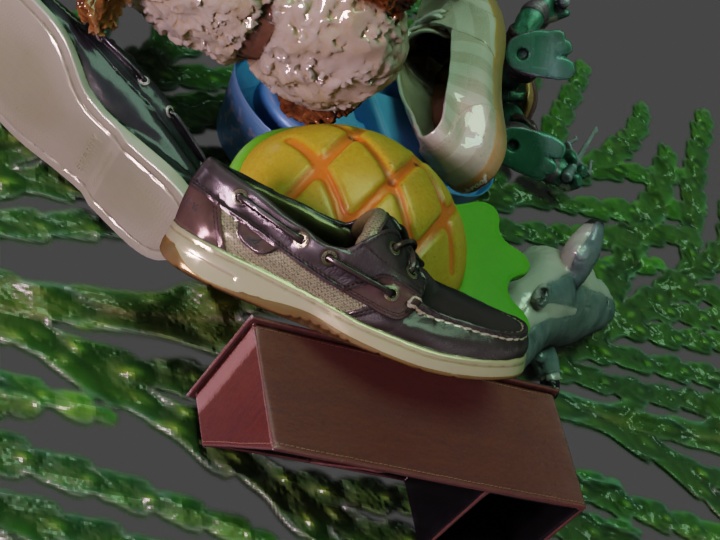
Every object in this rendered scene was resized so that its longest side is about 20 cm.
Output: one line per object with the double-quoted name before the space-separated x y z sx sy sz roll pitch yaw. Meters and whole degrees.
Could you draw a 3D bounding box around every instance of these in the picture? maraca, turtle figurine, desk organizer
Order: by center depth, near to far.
"desk organizer" 0.017 0.094 0.773 0.199 0.072 0.077 15 44 -30
"maraca" 0.013 -0.015 0.851 0.199 0.107 0.138 20 55 -20
"turtle figurine" 0.122 -0.127 1.081 0.200 0.100 0.151 -64 142 -79

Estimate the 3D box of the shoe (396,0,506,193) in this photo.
"shoe" 0.058 -0.137 0.975 0.053 0.070 0.201 29 37 -29

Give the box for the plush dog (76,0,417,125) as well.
"plush dog" -0.049 -0.158 0.827 0.171 0.200 0.161 30 58 -4

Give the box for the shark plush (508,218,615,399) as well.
"shark plush" 0.116 0.041 0.928 0.084 0.090 0.200 64 26 -17

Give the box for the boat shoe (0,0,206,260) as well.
"boat shoe" -0.148 -0.096 0.829 0.199 0.075 0.066 45 33 7

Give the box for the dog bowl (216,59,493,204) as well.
"dog bowl" -0.006 -0.084 0.964 0.199 0.050 0.112 12 44 -34

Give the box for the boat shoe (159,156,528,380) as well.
"boat shoe" 0.000 0.000 0.751 0.199 0.065 0.073 19 13 -11
